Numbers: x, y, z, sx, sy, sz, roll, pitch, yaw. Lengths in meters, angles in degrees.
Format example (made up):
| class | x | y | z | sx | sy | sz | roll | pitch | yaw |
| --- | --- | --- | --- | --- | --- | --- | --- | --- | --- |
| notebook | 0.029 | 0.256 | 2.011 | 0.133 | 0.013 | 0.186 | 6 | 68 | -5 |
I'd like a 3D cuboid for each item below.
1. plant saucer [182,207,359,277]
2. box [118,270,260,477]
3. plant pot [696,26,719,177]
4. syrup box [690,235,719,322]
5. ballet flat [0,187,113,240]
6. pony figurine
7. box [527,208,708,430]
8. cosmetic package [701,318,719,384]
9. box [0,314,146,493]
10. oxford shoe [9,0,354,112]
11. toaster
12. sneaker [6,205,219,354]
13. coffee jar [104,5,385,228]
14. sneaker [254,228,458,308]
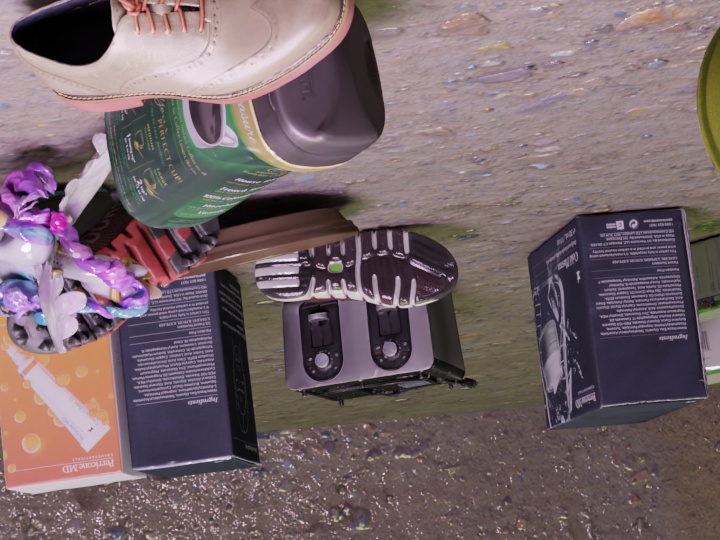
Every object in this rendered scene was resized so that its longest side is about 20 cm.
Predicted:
| class | x | y | z | sx | sy | sz | roll | pitch | yaw |
| --- | --- | --- | --- | --- | --- | --- | --- | --- | --- |
| plant saucer | -0.100 | -0.023 | 1.613 | 0.199 | 0.030 | 0.200 | -13 | 180 | 0 |
| box | -0.176 | 0.105 | 1.864 | 0.106 | 0.201 | 0.148 | -8 | 169 | 6 |
| plant pot | 0.314 | -0.131 | 1.022 | 0.199 | 0.201 | 0.193 | -5 | 157 | -10 |
| syrup box | 0.370 | 0.021 | 2.107 | 0.078 | 0.082 | 0.199 | 4 | 163 | -43 |
| ballet flat | -0.296 | -0.023 | 1.458 | 0.199 | 0.069 | 0.068 | -6 | 170 | -8 |
| pony figurine | -0.242 | -0.023 | 1.338 | 0.199 | 0.167 | 0.193 | 16 | 167 | -4 |
| box | 0.266 | 0.055 | 1.903 | 0.123 | 0.198 | 0.200 | -5 | 169 | -11 |
| cosmetic package | 0.523 | 0.122 | 2.744 | 0.107 | 0.085 | 0.200 | -13 | 167 | 18 |
| box | -0.299 | 0.119 | 1.856 | 0.124 | 0.201 | 0.097 | -9 | 170 | 6 |
| oxford shoe | -0.102 | -0.132 | 1.007 | 0.199 | 0.071 | 0.075 | -12 | 163 | 21 |
| toaster | 0.022 | 0.086 | 2.115 | 0.180 | 0.119 | 0.200 | -9 | 169 | 16 |
| sneaker | -0.212 | 0.002 | 1.495 | 0.200 | 0.071 | 0.098 | -37 | -158 | -25 |
| coffee jar | -0.072 | -0.097 | 1.113 | 0.085 | 0.105 | 0.200 | -5 | 172 | -40 |
| sneaker | 0.000 | 0.000 | 1.808 | 0.199 | 0.076 | 0.116 | 3 | 176 | 6 |
